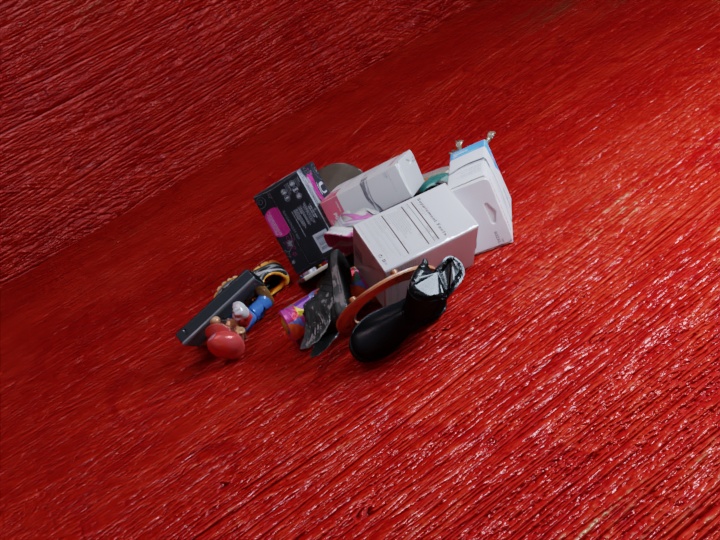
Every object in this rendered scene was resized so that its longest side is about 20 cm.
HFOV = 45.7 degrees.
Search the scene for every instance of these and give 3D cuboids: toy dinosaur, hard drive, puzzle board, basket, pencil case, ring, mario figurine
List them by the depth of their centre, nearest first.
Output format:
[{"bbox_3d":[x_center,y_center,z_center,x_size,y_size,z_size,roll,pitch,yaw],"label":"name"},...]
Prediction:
[{"bbox_3d":[0.044,0.047,1.462,0.198,0.019,0.201,-26,-20,-10],"label":"ring"},{"bbox_3d":[-0.057,0.067,1.630,0.198,0.089,0.088,-28,21,-9],"label":"pencil case"},{"bbox_3d":[-0.259,0.097,1.746,0.104,0.125,0.200,11,29,17],"label":"mario figurine"},{"bbox_3d":[-0.292,0.080,1.800,0.200,0.033,0.140,-43,-7,-2],"label":"hard drive"},{"bbox_3d":[-0.066,-0.017,1.822,0.149,0.018,0.200,-31,2,-8],"label":"puzzle board"},{"bbox_3d":[0.246,-0.210,1.848,0.085,0.137,0.201,3,38,21],"label":"toy dinosaur"},{"bbox_3d":[-0.084,-0.149,2.081,0.179,0.137,0.201,-22,25,31],"label":"basket"}]

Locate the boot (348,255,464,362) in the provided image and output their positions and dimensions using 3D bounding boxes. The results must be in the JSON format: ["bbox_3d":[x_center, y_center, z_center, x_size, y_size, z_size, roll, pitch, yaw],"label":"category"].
[{"bbox_3d":[0.071,0.060,1.390,0.198,0.077,0.169,-29,-18,-16],"label":"boot"}]

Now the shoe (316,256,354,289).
[{"bbox_3d":[0.000,0.000,1.756,0.199,0.054,0.070,-33,37,9],"label":"shoe"}]

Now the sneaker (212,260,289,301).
[{"bbox_3d":[-0.245,0.046,1.906,0.199,0.079,0.077,-36,32,-19],"label":"sneaker"}]

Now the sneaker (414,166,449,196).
[{"bbox_3d":[0.139,-0.168,1.933,0.198,0.071,0.081,-23,35,39],"label":"sneaker"}]

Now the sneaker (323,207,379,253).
[{"bbox_3d":[0.028,-0.081,1.694,0.197,0.082,0.089,10,59,19],"label":"sneaker"}]

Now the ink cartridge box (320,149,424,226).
[{"bbox_3d":[0.029,-0.173,1.871,0.198,0.084,0.147,-24,11,22],"label":"ink cartridge box"}]

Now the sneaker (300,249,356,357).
[{"bbox_3d":[-0.066,0.055,1.551,0.103,0.060,0.202,-27,45,17],"label":"sneaker"}]

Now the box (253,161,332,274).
[{"bbox_3d":[-0.123,-0.120,1.919,0.131,0.202,0.115,-26,10,22],"label":"box"}]

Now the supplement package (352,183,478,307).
[{"bbox_3d":[0.099,-0.045,1.552,0.198,0.122,0.120,-25,57,-16],"label":"supplement package"}]

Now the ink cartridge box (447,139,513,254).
[{"bbox_3d":[0.235,-0.146,1.671,0.083,0.146,0.201,-20,23,18],"label":"ink cartridge box"}]
